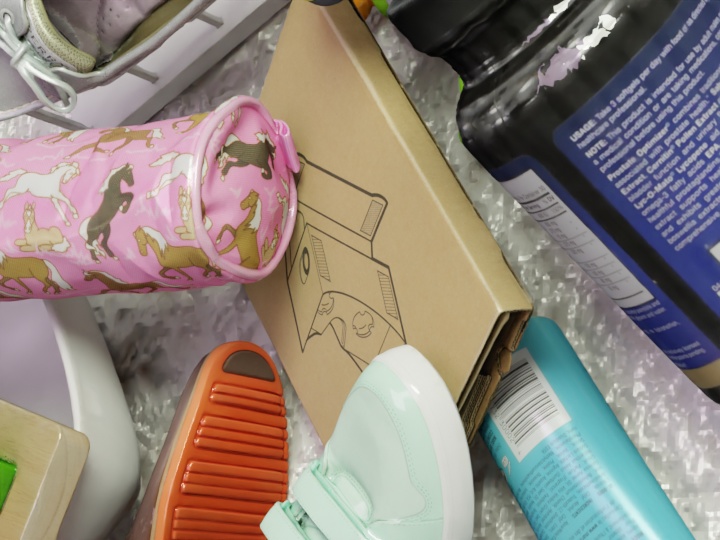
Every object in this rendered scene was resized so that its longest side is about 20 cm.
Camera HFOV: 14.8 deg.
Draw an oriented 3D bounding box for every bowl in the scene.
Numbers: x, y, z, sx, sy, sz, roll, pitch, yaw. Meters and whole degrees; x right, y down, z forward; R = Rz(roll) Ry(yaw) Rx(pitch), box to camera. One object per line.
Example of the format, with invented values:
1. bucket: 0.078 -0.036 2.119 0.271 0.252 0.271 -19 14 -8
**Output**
1. bowl: -0.181 0.090 1.311 0.200 0.075 0.200 -49 43 21

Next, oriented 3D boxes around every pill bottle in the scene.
1. pill bottle: 0.108 -0.054 1.034 0.112 0.112 0.200 -40 100 25

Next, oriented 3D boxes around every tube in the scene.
1. tube: 0.102 0.110 1.105 0.077 0.050 0.200 -57 50 39

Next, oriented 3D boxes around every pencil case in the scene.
1. pencil case: -0.123 -0.029 1.215 0.200 0.083 0.087 -3 73 33

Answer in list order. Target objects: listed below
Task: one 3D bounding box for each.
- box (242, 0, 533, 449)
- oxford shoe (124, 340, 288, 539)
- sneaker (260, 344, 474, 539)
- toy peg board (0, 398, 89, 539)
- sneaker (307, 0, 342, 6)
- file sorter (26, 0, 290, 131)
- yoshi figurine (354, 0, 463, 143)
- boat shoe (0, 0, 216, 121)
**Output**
1. box: 0.000 0.000 1.183 0.200 0.021 0.164 61 145 35
2. oxford shoe: -0.088 0.126 1.244 0.072 0.071 0.200 13 86 47
3. sneaker: -0.029 0.124 1.116 0.074 0.118 0.201 47 133 41
4. toy peg board: -0.243 0.132 1.225 0.200 0.098 0.199 16 83 51
5. sneaker: 0.047 -0.160 1.080 0.200 0.081 0.074 -34 48 37
6. file sorter: -0.117 -0.178 1.311 0.200 0.124 0.139 -38 57 27
7. yoshi figurine: 0.043 -0.110 1.178 0.200 0.112 0.112 26 103 39
8. boat shoe: -0.114 -0.120 1.210 0.202 0.074 0.065 -26 23 29
